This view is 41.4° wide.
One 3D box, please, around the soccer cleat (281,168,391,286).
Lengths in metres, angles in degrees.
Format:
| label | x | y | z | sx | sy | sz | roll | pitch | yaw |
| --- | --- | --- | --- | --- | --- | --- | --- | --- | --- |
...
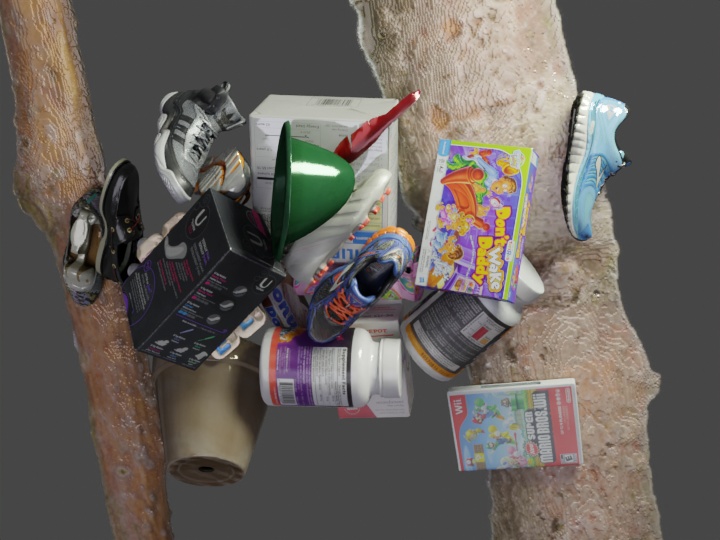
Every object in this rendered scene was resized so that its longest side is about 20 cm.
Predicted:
| label | x | y | z | sx | sy | sz | roll | pitch | yaw |
| --- | --- | --- | --- | --- | --- | --- | --- | --- | --- |
| soccer cleat | -0.037 | -0.066 | 1.247 | 0.077 | 0.069 | 0.200 | 42 | 114 | -1 |

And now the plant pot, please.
| label | x | y | z | sx | sy | sz | roll | pitch | yaw |
| --- | --- | --- | --- | --- | --- | --- | --- | --- | --- |
| plant pot | -0.224 | 0.218 | 1.430 | 0.195 | 0.177 | 0.202 | 1 | 146 | 0 |

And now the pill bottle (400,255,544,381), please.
| label | x | y | z | sx | sy | sz | roll | pitch | yaw |
| --- | --- | --- | --- | --- | --- | --- | --- | --- | --- |
| pill bottle | 0.159 | 0.057 | 1.366 | 0.116 | 0.117 | 0.200 | 44 | 113 | -9 |

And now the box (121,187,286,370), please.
| label | x | y | z | sx | sy | sz | roll | pitch | yaw |
| --- | --- | --- | --- | --- | --- | --- | --- | --- | --- |
| box | -0.209 | 0.014 | 1.258 | 0.200 | 0.123 | 0.105 | -44 | 137 | 20 |

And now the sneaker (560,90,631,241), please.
| label | x | y | z | sx | sy | sz | roll | pitch | yaw |
| --- | --- | --- | --- | --- | --- | --- | --- | --- | --- |
| sneaker | 0.319 | -0.134 | 1.280 | 0.088 | 0.079 | 0.204 | 6 | 113 | 5 |

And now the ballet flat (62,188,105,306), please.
| label | x | y | z | sx | sy | sz | roll | pitch | yaw |
| --- | --- | --- | --- | --- | --- | --- | --- | --- | --- |
| ballet flat | -0.432 | -0.026 | 1.475 | 0.071 | 0.072 | 0.204 | 18 | 114 | 3 |

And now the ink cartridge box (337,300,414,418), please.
| label | x | y | z | sx | sy | sz | roll | pitch | yaw |
| --- | --- | --- | --- | --- | --- | --- | --- | --- | --- |
| ink cartridge box | 0.013 | 0.119 | 1.445 | 0.114 | 0.068 | 0.204 | -4 | 110 | 12 |

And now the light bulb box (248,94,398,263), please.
| label | x | y | z | sx | sy | sz | roll | pitch | yaw |
| --- | --- | --- | --- | --- | --- | --- | --- | --- | --- |
| light bulb box | -0.046 | -0.128 | 1.327 | 0.193 | 0.125 | 0.204 | 4 | 113 | 9 |

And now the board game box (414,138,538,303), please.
| label | x | y | z | sx | sy | sz | roll | pitch | yaw |
| --- | --- | --- | --- | --- | --- | --- | --- | --- | --- |
| board game box | 0.158 | -0.068 | 1.291 | 0.132 | 0.045 | 0.205 | 8 | 86 | 24 |

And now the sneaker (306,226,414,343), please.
| label | x | y | z | sx | sy | sz | roll | pitch | yaw |
| --- | --- | --- | --- | --- | --- | --- | --- | --- | --- |
| sneaker | -0.009 | 0.026 | 1.273 | 0.075 | 0.079 | 0.201 | 37 | 114 | -9 |

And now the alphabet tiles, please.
| label | x | y | z | sx | sy | sz | roll | pitch | yaw |
| --- | --- | --- | --- | --- | --- | --- | --- | --- | --- |
| alphabet tiles | -0.227 | 0.021 | 1.363 | 0.195 | 0.015 | 0.201 | -39 | 91 | 6 |

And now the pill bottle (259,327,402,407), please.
| label | x | y | z | sx | sy | sz | roll | pitch | yaw |
| --- | --- | --- | --- | --- | --- | --- | --- | --- | --- |
| pill bottle | -0.039 | 0.138 | 1.363 | 0.195 | 0.112 | 0.114 | 0 | 112 | 6 |

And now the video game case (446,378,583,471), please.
| label | x | y | z | sx | sy | sz | roll | pitch | yaw |
| --- | --- | --- | --- | --- | --- | --- | --- | --- | --- |
| video game case | 0.240 | 0.241 | 1.478 | 0.195 | 0.017 | 0.146 | -6 | 111 | 14 |

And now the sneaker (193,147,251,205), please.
| label | x | y | z | sx | sy | sz | roll | pitch | yaw |
| --- | --- | --- | --- | --- | --- | --- | --- | --- | --- |
| sneaker | -0.185 | -0.119 | 1.340 | 0.077 | 0.199 | 0.079 | 45 | 81 | -19 |

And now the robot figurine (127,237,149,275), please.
| label | x | y | z | sx | sy | sz | roll | pitch | yaw |
| --- | --- | --- | --- | --- | --- | --- | --- | --- | --- |
| robot figurine | -0.245 | 0.014 | 1.429 | 0.196 | 0.113 | 0.173 | 20 | 87 | 3 |

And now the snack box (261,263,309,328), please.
| label | x | y | z | sx | sy | sz | roll | pitch | yaw |
| --- | --- | --- | --- | --- | --- | --- | --- | --- | --- |
| snack box | -0.100 | 0.078 | 1.448 | 0.024 | 0.072 | 0.203 | -14 | 110 | 37 |

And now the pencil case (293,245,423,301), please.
| label | x | y | z | sx | sy | sz | roll | pitch | yaw |
| --- | --- | --- | --- | --- | --- | --- | --- | --- | --- |
| pencil case | 0.000 | 0.000 | 1.388 | 0.195 | 0.088 | 0.089 | 4 | 113 | 13 |

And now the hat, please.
| label | x | y | z | sx | sy | sz | roll | pitch | yaw |
| --- | --- | --- | --- | --- | --- | --- | --- | --- | --- |
| hat | -0.017 | -0.103 | 1.197 | 0.172 | 0.168 | 0.202 | 3 | 136 | -12 |

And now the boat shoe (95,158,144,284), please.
| label | x | y | z | sx | sy | sz | roll | pitch | yaw |
| --- | --- | --- | --- | --- | --- | --- | --- | --- | --- |
| boat shoe | -0.352 | -0.070 | 1.433 | 0.062 | 0.073 | 0.205 | 26 | 122 | 20 |

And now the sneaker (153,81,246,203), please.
| label | x | y | z | sx | sy | sz | roll | pitch | yaw |
| --- | --- | --- | --- | --- | --- | --- | --- | --- | --- |
| sneaker | -0.218 | -0.186 | 1.307 | 0.112 | 0.203 | 0.076 | -19 | 139 | 14 |
